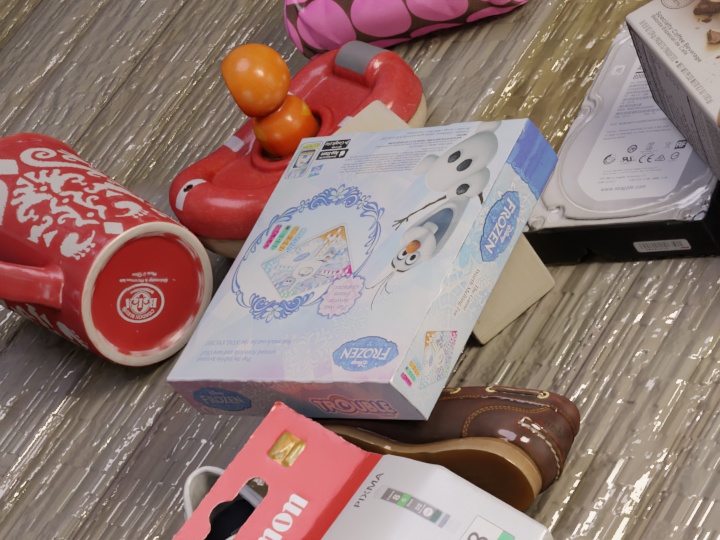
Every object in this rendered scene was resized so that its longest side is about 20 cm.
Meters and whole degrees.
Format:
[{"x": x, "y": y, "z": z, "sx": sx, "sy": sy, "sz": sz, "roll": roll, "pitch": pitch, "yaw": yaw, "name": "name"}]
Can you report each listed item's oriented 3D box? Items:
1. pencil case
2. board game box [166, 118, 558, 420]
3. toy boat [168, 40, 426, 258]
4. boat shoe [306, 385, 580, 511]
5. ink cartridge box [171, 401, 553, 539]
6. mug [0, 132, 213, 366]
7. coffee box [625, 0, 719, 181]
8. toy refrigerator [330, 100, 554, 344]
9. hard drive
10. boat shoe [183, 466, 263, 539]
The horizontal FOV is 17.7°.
[{"x": 0.037, "y": -0.223, "z": 1.754, "sx": 0.199, "sy": 0.091, "sz": 0.094, "roll": -12, "pitch": 76, "yaw": 30, "name": "pencil case"}, {"x": 0.000, "y": 0.000, "z": 1.423, "sx": 0.200, "sy": 0.043, "sz": 0.199, "roll": -2, "pitch": 50, "yaw": 45, "name": "board game box"}, {"x": -0.058, "y": -0.105, "z": 1.654, "sx": 0.200, "sy": 0.131, "sz": 0.130, "roll": -45, "pitch": 34, "yaw": -14, "name": "toy boat"}, {"x": 0.042, "y": 0.103, "z": 1.370, "sx": 0.200, "sy": 0.071, "sz": 0.070, "roll": 0, "pitch": 40, "yaw": 41, "name": "boat shoe"}, {"x": -0.016, "y": 0.167, "z": 1.290, "sx": 0.200, "sy": 0.050, "sz": 0.161, "roll": 29, "pitch": 68, "yaw": 23, "name": "ink cartridge box"}, {"x": -0.220, "y": 0.001, "z": 1.679, "sx": 0.177, "sy": 0.134, "sz": 0.200, "roll": -35, "pitch": 35, "yaw": -22, "name": "mug"}, {"x": 0.255, "y": -0.099, "z": 1.365, "sx": 0.113, "sy": 0.080, "sz": 0.200, "roll": -29, "pitch": 44, "yaw": -1, "name": "coffee box"}, {"x": 0.042, "y": -0.033, "z": 1.528, "sx": 0.070, "sy": 0.076, "sz": 0.200, "roll": -39, "pitch": 34, "yaw": -3, "name": "toy refrigerator"}, {"x": 0.199, "y": -0.092, "z": 1.488, "sx": 0.139, "sy": 0.038, "sz": 0.200, "roll": -3, "pitch": 46, "yaw": 40, "name": "hard drive"}, {"x": -0.064, "y": 0.186, "z": 1.368, "sx": 0.074, "sy": 0.065, "sz": 0.200, "roll": -39, "pitch": 33, "yaw": -3, "name": "boat shoe"}]
